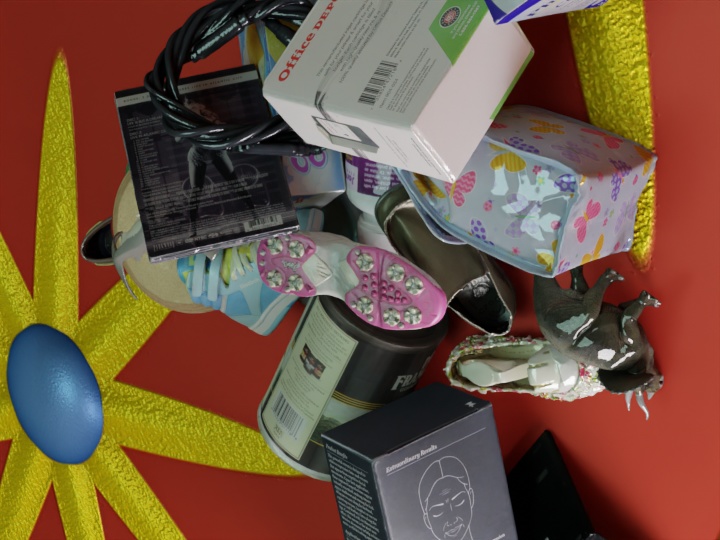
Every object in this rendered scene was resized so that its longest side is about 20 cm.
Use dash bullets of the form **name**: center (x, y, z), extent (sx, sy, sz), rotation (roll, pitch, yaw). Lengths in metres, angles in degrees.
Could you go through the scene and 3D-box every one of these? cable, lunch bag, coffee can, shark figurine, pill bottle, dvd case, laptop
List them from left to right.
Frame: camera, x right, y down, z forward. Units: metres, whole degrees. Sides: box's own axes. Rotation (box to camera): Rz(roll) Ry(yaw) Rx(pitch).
- **shark figurine**: center (-0.190, -0.038, 1.496), extent (0.214, 0.128, 0.090), rotation (-39, 94, 18)
- **dvd case**: center (-0.154, -0.108, 1.420), extent (0.016, 0.147, 0.202), rotation (92, 164, -60)
- **cable**: center (-0.113, -0.193, 1.406), extent (0.197, 0.051, 0.166), rotation (4, 81, 2)
- **coffee can**: center (-0.010, 0.102, 1.533), extent (0.146, 0.146, 0.201), rotation (41, 126, 21)
- **pill bottle**: center (0.039, -0.121, 1.446), extent (0.111, 0.112, 0.203), rotation (14, 112, 35)
- **lunch bag**: center (0.144, -0.082, 1.335), extent (0.199, 0.169, 0.129), rotation (27, 114, 28)
- **laptop**: center (0.221, 0.306, 1.500), extent (0.188, 0.115, 0.201), rotation (-56, 40, 35)

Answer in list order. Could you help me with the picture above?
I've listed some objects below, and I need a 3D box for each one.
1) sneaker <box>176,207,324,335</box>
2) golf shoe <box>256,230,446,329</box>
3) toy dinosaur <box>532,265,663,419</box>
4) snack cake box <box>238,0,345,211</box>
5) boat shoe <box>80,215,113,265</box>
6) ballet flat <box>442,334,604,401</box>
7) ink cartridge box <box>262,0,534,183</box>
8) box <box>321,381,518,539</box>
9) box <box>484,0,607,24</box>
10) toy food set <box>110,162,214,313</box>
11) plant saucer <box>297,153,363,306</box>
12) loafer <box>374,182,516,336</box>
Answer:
- **sneaker**: center (-0.123, -0.011, 1.538), extent (0.129, 0.080, 0.201), rotation (20, 138, -13)
- **golf shoe**: center (0.000, 0.000, 1.408), extent (0.198, 0.091, 0.076), rotation (20, 108, 20)
- **toy dinosaur**: center (0.216, 0.048, 1.347), extent (0.199, 0.077, 0.103), rotation (33, 93, -4)
- **snack cake box**: center (-0.072, -0.166, 1.494), extent (0.115, 0.066, 0.203), rotation (154, 109, -70)
- **boat shoe**: center (-0.261, -0.049, 1.744), extent (0.199, 0.059, 0.073), rotation (-17, 92, 41)
- **ballet flat**: center (0.168, 0.100, 1.443), extent (0.198, 0.064, 0.077), rotation (-6, 98, 39)
- **ink cartridge box**: center (0.030, -0.177, 1.281), extent (0.199, 0.084, 0.146), rotation (20, 71, 44)
- **box**: center (0.064, 0.239, 1.453), extent (0.107, 0.147, 0.203), rotation (17, 123, 58)
- **box**: center (0.161, -0.323, 1.226), extent (0.104, 0.199, 0.186), rotation (-28, 86, 39)
- **toy food set**: center (-0.201, -0.050, 1.656), extent (0.196, 0.049, 0.202), rotation (-23, 93, 26)
- **plant saucer**: center (-0.050, -0.044, 1.592), extent (0.198, 0.036, 0.203), rotation (14, 112, 36)
- **loafer**: center (0.092, -0.009, 1.407), extent (0.075, 0.070, 0.200), rotation (-42, 117, 13)
